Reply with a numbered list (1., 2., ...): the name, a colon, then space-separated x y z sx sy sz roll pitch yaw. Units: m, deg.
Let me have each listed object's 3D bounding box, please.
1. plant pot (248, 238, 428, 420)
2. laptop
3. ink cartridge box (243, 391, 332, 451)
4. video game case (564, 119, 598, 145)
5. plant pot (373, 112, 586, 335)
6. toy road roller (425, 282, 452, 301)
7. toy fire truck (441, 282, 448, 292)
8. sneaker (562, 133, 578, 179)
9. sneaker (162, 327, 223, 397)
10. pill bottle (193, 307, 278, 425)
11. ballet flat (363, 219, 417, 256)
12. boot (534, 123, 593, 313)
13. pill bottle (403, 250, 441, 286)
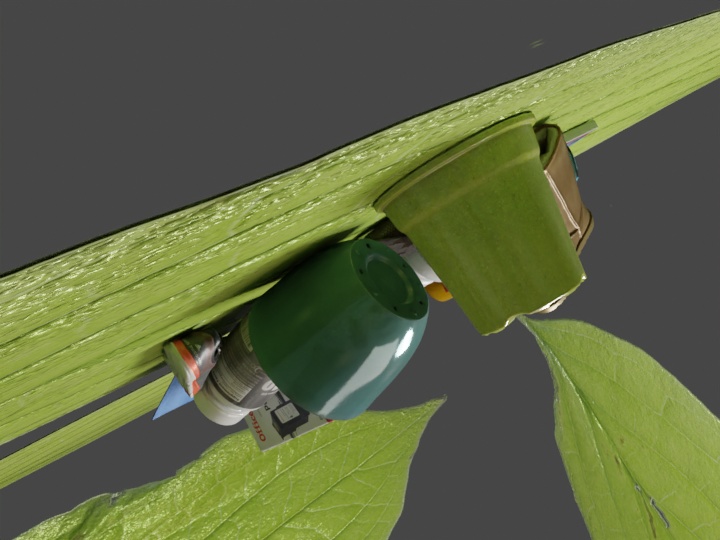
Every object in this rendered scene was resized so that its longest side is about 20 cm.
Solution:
1. plant pot: -0.012 0.057 0.982 0.161 0.201 0.200 -44 169 29
2. laptop: -0.233 0.177 1.360 0.199 0.117 0.187 -5 -178 11
3. ink cartridge box: -0.104 0.189 1.285 0.200 0.145 0.084 -30 176 31
4. video game case: 0.285 -0.181 1.326 0.143 0.018 0.200 -27 176 -34
5. plant pot: 0.145 -0.039 0.861 0.200 0.185 0.200 -29 176 -2
6. toy road roller: 0.136 -0.011 1.469 0.123 0.146 0.200 -32 176 35
7. toy fire truck: 0.199 -0.019 1.312 0.140 0.049 0.200 -21 -168 23
8. sneaker: 0.216 -0.119 1.129 0.200 0.082 0.073 -31 178 41
9. sneaker: -0.228 0.125 1.125 0.082 0.077 0.200 -35 179 -19
10. pill bottle: -0.161 0.138 1.184 0.200 0.114 0.114 -46 169 28
11. ballet flat: 0.067 -0.063 1.044 0.067 0.047 0.200 14 153 -31
12. boot: 0.234 -0.062 1.024 0.200 0.066 0.176 47 63 -51
13. pill bottle: 0.122 -0.048 1.114 0.114 0.115 0.200 -26 175 -40
